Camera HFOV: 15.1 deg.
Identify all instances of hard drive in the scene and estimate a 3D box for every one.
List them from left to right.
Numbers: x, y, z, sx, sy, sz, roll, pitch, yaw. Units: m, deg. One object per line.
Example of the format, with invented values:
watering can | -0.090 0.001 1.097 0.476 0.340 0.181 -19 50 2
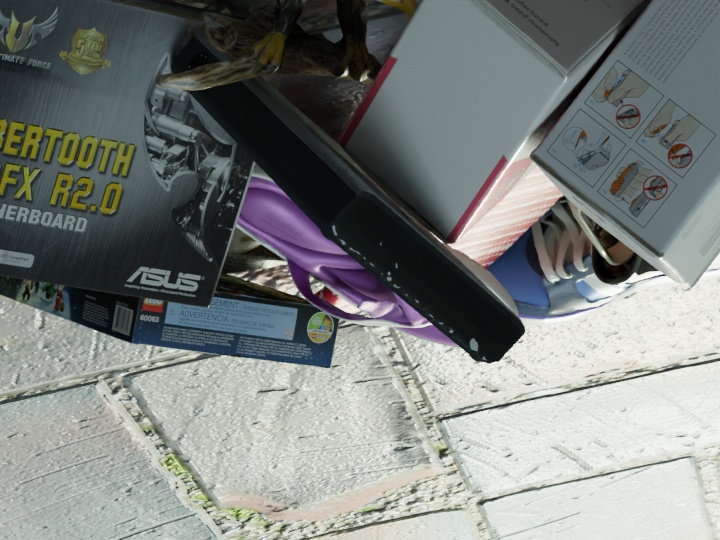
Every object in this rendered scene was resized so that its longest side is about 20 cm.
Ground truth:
hard drive | -0.009 -0.038 1.396 0.033 0.200 0.139 -48 129 3

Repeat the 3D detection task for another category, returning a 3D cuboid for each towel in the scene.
towel | 0.063 -0.034 1.627 0.144 0.023 0.200 -17 161 -39

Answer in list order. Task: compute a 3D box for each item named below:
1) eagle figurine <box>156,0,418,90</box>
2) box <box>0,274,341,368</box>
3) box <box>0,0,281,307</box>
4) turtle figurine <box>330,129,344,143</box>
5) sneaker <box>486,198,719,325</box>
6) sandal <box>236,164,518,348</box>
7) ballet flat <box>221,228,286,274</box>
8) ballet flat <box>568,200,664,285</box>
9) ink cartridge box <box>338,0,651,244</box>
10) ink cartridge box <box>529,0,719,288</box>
eagle figurine | -0.004 -0.180 1.333 0.152 0.150 0.201 -40 150 -52
box | -0.121 0.018 1.646 0.136 0.038 0.200 8 -176 -33
box | -0.150 -0.072 1.449 0.199 0.048 0.159 10 105 -35
turtle figurine | 0.057 -0.102 1.547 0.199 0.065 0.161 -17 172 -11
sneaker | 0.158 -0.037 1.701 0.199 0.081 0.147 -11 154 2
sandal | -0.003 0.003 1.565 0.202 0.050 0.082 29 143 -15
ballet flat | -0.053 -0.035 1.644 0.199 0.072 0.072 2 153 -36
ballet flat | 0.152 -0.059 1.553 0.068 0.068 0.201 -26 138 -12
ink cartridge box | 0.097 -0.126 1.356 0.200 0.083 0.147 -43 170 -40
ink cartridge box | 0.184 -0.098 1.336 0.200 0.084 0.176 -52 167 2
